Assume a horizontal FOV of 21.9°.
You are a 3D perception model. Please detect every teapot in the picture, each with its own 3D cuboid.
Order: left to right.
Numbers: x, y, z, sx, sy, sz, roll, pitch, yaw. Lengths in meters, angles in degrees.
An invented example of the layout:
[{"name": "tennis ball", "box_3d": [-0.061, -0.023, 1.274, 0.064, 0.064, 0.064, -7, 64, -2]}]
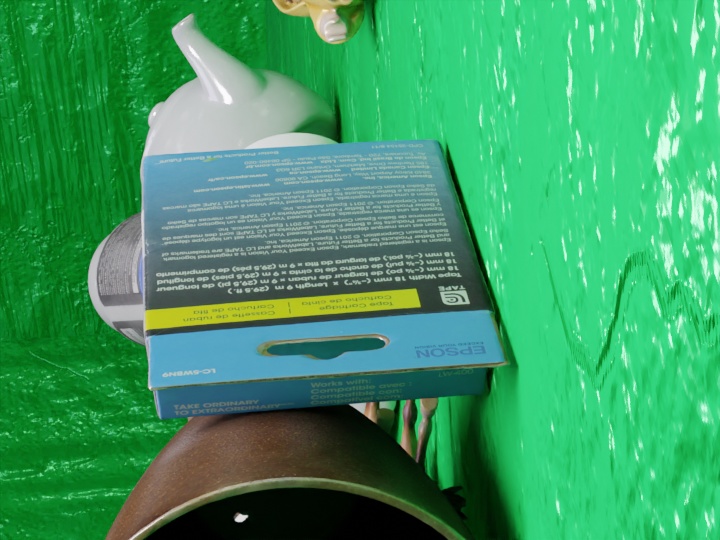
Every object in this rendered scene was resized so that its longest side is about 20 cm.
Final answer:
[{"name": "teapot", "box_3d": [-0.124, -0.097, 1.619, 0.201, 0.146, 0.197, -60, -18, 5]}]

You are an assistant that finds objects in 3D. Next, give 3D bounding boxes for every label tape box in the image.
[{"name": "label tape box", "box_3d": [-0.021, 0.016, 0.808, 0.200, 0.143, 0.064, -101, 8, -59]}]

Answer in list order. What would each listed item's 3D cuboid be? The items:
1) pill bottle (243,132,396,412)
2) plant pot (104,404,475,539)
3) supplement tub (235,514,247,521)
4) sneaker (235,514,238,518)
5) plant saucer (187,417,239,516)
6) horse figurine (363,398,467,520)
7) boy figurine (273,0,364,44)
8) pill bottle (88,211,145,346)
[{"name": "pill bottle", "box_3d": [-0.041, 0.013, 1.281, 0.114, 0.113, 0.201, 92, 173, -54]}, {"name": "plant pot", "box_3d": [-0.034, 0.132, 0.831, 0.200, 0.186, 0.188, -102, 9, -69]}, {"name": "supplement tub", "box_3d": [-0.026, 0.239, 1.196, 0.201, 0.131, 0.132, 92, 173, -49]}, {"name": "sneaker", "box_3d": [-0.083, 0.220, 1.302, 0.200, 0.076, 0.081, 51, 178, -37]}, {"name": "plant saucer", "box_3d": [-0.054, 0.120, 1.310, 0.200, 0.029, 0.201, 40, -149, -30]}, {"name": "horse figurine", "box_3d": [0.021, 0.115, 0.993, 0.200, 0.050, 0.133, -99, 12, -71]}, {"name": "boy figurine", "box_3d": [-0.025, -0.208, 1.201, 0.200, 0.064, 0.125, -165, 68, -82]}, {"name": "pill bottle", "box_3d": [-0.140, 0.005, 1.446, 0.200, 0.113, 0.114, 177, 89, -66]}]
